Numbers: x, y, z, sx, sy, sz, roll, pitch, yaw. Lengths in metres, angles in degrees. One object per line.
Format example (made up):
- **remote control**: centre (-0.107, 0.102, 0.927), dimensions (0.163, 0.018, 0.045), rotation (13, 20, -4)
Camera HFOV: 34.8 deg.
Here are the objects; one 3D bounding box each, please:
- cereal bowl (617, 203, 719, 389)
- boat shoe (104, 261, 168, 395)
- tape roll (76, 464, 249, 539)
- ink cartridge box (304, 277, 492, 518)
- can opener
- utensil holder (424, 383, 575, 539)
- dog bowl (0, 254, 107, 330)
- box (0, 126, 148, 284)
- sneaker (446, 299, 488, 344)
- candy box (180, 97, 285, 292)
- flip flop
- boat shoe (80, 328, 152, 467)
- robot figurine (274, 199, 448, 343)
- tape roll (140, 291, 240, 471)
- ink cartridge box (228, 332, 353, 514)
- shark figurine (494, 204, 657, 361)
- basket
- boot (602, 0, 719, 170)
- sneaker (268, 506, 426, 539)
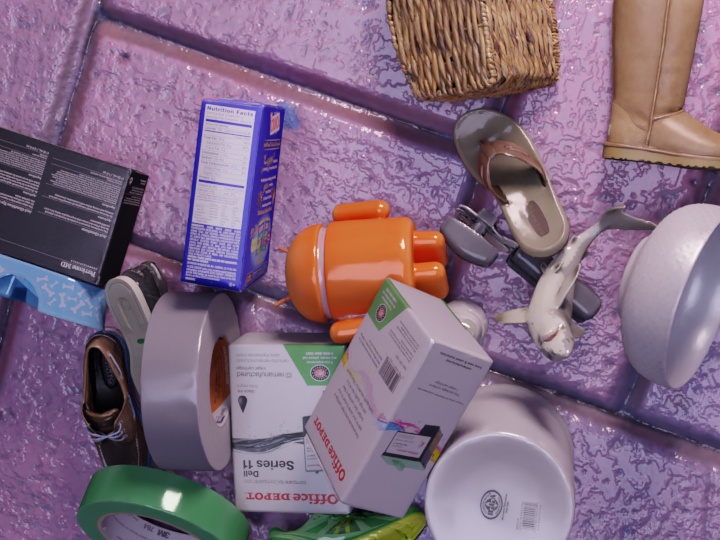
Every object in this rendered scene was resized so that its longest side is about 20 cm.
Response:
- **cereal bowl**: centre (0.332, 0.020, 1.228), dimensions (0.083, 0.199, 0.203), rotation (21, 100, 29)
- **boat shoe**: centre (-0.241, 0.088, 1.377), dimensions (0.071, 0.068, 0.202), rotation (-2, 113, 29)
- **tape roll**: centre (-0.230, 0.298, 1.344), dimensions (0.198, 0.201, 0.049), rotation (13, 55, 7)
- **ink cartridge box**: centre (0.035, 0.134, 1.213), dimensions (0.083, 0.145, 0.202), rotation (21, 106, -27)
- **can opener**: centre (0.178, -0.001, 1.306), dimensions (0.199, 0.053, 0.067), rotation (40, 81, 2)
- **utensil holder**: centre (0.154, 0.229, 1.266), dimensions (0.167, 0.200, 0.173), rotation (1, 96, 9)
- **dog bowl**: centre (-0.393, 0.019, 1.376), dimensions (0.198, 0.111, 0.050), rotation (18, 85, 7)
- **box**: centre (-0.372, -0.079, 1.368), dimensions (0.198, 0.079, 0.143), rotation (18, 90, 6)
- **sneaker**: centre (0.067, 0.120, 1.317), dimensions (0.078, 0.099, 0.201), rotation (36, 100, 3)
- **candy box**: centre (-0.140, -0.090, 1.290), dimensions (0.076, 0.169, 0.203), rotation (9, 97, 4)
- **flip flop**: centre (0.166, -0.104, 1.274), dimensions (0.081, 0.058, 0.202), rotation (-30, 64, 11)
- **boat shoe**: centre (-0.306, 0.176, 1.393), dimensions (0.071, 0.072, 0.203), rotation (-11, 96, 9)
- **robot figurine**: centre (0.000, -0.001, 1.308), dimensions (0.197, 0.117, 0.146), rotation (-4, 102, 8)
- **tape roll**: centre (-0.187, 0.125, 1.305), dimensions (0.065, 0.200, 0.203), rotation (0, 96, 9)
- **ink cartridge box**: centre (-0.075, 0.179, 1.354), dimensions (0.144, 0.083, 0.203), rotation (-1, 97, 9)
- **shark figurine**: centre (0.235, 0.025, 1.256), dimensions (0.089, 0.128, 0.216), rotation (44, 62, -23)
- **basket**: centre (0.123, -0.292, 1.282), dimensions (0.142, 0.148, 0.203), rotation (-4, 97, 42)
- **boot**: centre (0.354, -0.214, 1.254), dimensions (0.173, 0.066, 0.203), rotation (7, 96, 7)
- **sneaker**: centre (-0.019, 0.307, 1.360), dimensions (0.197, 0.074, 0.084), rotation (-13, 53, -7)
